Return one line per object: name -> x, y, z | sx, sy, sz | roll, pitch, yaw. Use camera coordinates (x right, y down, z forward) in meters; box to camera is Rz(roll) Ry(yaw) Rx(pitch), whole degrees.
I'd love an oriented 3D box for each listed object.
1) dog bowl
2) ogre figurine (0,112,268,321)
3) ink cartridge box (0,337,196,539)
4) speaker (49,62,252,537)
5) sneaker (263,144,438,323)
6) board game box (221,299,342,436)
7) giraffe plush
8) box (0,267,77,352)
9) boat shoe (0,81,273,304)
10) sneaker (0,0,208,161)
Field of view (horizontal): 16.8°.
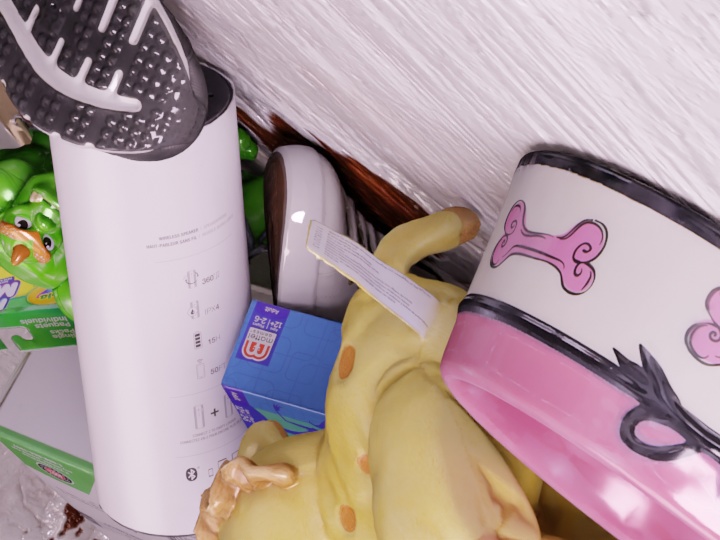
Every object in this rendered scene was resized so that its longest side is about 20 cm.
dog bowl -> 0.109, 0.052, 0.761 | 0.200, 0.074, 0.200 | 36, 173, 5
ogre figurine -> -0.131, -0.049, 1.108 | 0.200, 0.120, 0.098 | 42, 170, -36
ink cartridge box -> -0.085, 0.110, 1.291 | 0.145, 0.084, 0.200 | 18, 161, 27
speaker -> -0.085, 0.012, 1.050 | 0.081, 0.081, 0.201 | 31, 136, 43
sneaker -> 0.000, 0.000, 1.088 | 0.084, 0.073, 0.200 | -5, 156, 0
board game box -> 0.052, 0.085, 1.052 | 0.199, 0.045, 0.152 | 14, 158, 18
giraffe plush -> 0.013, 0.094, 0.904 | 0.200, 0.162, 0.173 | 43, -145, -2
box -> -0.199, -0.043, 1.230 | 0.201, 0.117, 0.048 | 64, 142, 29
boat shoe -> -0.098, -0.037, 1.187 | 0.199, 0.075, 0.069 | 24, 140, -2
sneaker -> -0.120, -0.103, 0.986 | 0.200, 0.074, 0.080 | 38, -171, 36
